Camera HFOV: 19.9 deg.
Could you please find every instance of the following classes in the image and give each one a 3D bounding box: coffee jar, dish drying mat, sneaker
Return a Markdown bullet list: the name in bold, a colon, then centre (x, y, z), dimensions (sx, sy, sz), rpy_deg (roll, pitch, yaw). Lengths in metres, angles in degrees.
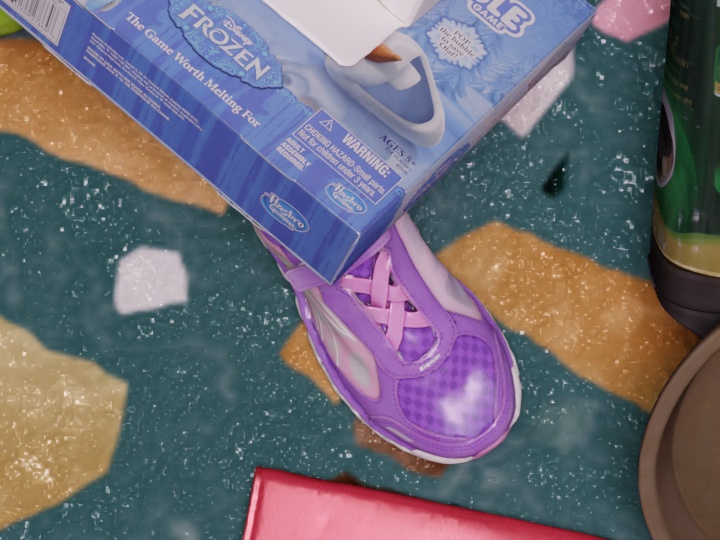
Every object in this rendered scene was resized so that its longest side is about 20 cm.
- **coffee jar**: centre (0.173, -0.071, 0.882), dimensions (0.085, 0.104, 0.200), rpy_deg (3, 112, 2)
- **dish drying mat**: centre (0.042, 0.147, 0.943), dimensions (0.200, 0.018, 0.077), rpy_deg (11, 84, 6)
- **sneaker**: centre (0.000, 0.000, 0.926), dimensions (0.080, 0.088, 0.200), rpy_deg (-33, 84, -1)

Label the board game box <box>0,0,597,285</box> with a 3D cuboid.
- **board game box**: centre (-0.026, -0.120, 0.908), dimensions (0.200, 0.043, 0.199), rpy_deg (40, 50, 7)

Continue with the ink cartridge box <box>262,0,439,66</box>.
- **ink cartridge box**: centre (0.020, -0.189, 0.902), dimensions (0.117, 0.067, 0.200), rpy_deg (40, 52, 7)

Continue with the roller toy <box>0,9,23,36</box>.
- **roller toy**: centre (-0.193, -0.227, 0.936), dimensions (0.200, 0.140, 0.182), rpy_deg (38, 88, 7)

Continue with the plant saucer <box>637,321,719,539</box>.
- **plant saucer**: centre (0.218, 0.075, 0.883), dimensions (0.200, 0.029, 0.200), rpy_deg (-1, 122, -2)
